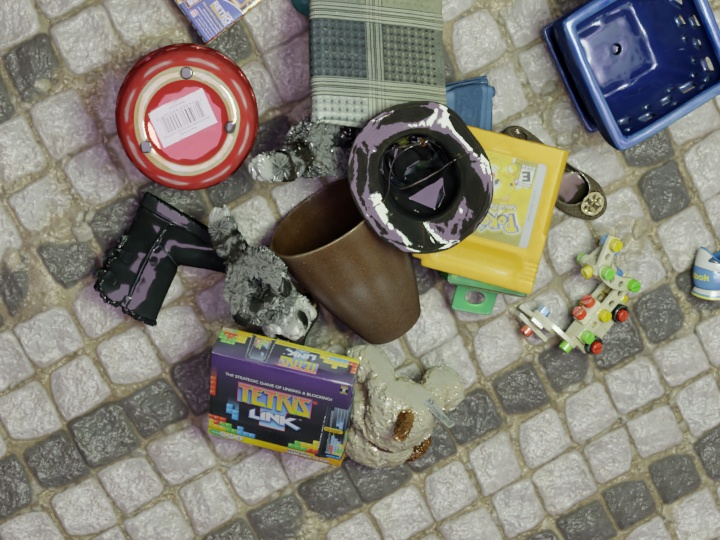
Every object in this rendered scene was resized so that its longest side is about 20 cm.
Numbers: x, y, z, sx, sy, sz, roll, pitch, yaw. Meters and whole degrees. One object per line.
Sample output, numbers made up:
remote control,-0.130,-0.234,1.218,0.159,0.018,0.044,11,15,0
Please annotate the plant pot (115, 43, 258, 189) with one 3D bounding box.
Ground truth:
plant pot,-0.232,-0.201,1.645,0.198,0.183,0.203,-2,102,-8

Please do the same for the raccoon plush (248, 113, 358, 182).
raccoon plush,-0.095,-0.168,1.663,0.198,0.133,0.098,-7,94,-36

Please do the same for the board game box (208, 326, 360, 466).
board game box,-0.108,0.176,1.690,0.197,0.057,0.167,13,132,6

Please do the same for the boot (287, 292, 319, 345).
boot,-0.083,0.144,1.787,0.137,0.078,0.201,31,107,-16

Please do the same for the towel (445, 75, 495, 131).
towel,0.100,-0.205,1.723,0.198,0.048,0.113,-16,123,-30

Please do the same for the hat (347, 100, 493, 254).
hat,0.076,-0.125,1.618,0.198,0.081,0.204,-1,100,-3

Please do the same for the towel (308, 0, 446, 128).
towel,0.023,-0.282,1.631,0.197,0.034,0.195,2,80,-21

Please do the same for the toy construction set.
toy construction set,0.330,0.047,1.812,0.200,0.092,0.131,-41,127,8

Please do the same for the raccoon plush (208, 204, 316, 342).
raccoon plush,-0.126,0.007,1.683,0.096,0.134,0.202,-21,68,14

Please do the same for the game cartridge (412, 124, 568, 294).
game cartridge,0.174,-0.086,1.666,0.174,0.032,0.203,14,97,6

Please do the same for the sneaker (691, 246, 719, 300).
sneaker,0.597,-0.008,1.852,0.197,0.074,0.083,-9,99,-8

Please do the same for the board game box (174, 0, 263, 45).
board game box,-0.178,-0.431,1.680,0.199,0.046,0.152,-37,102,-1

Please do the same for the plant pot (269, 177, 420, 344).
plant pot,0.000,0.000,1.726,0.186,0.187,0.201,-32,116,-2

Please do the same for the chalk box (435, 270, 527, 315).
chalk box,0.181,-0.034,1.760,0.123,0.124,0.203,9,98,-9

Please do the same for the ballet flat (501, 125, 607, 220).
ballet flat,0.285,-0.142,1.796,0.199,0.046,0.068,40,93,-12

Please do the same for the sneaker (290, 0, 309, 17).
sneaker,0.002,-0.373,1.697,0.197,0.080,0.072,6,99,-9

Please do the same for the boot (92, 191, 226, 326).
boot,-0.269,0.002,1.729,0.197,0.073,0.164,30,93,-5

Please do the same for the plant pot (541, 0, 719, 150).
plant pot,0.377,-0.305,1.713,0.198,0.180,0.202,-29,102,-2

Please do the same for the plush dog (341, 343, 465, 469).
plush dog,0.042,0.225,1.780,0.198,0.162,0.173,15,134,-11
